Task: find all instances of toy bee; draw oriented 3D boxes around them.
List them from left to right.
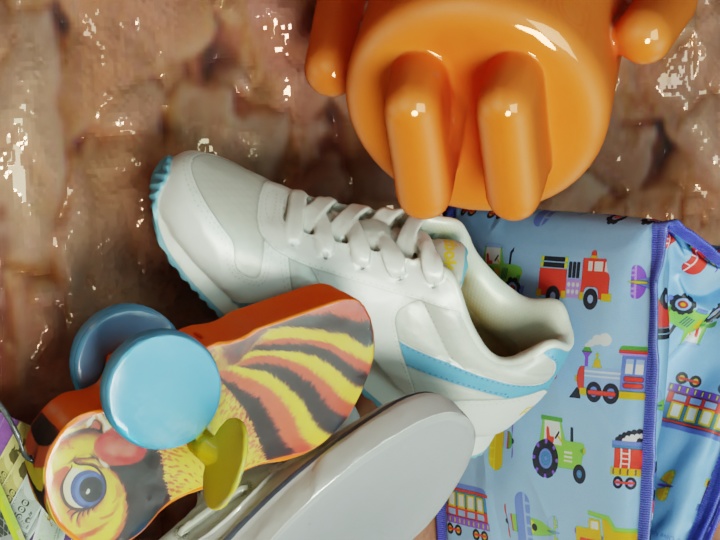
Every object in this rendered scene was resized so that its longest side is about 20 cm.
[{"bbox_3d":[-0.092,0.069,0.880,0.200,0.131,0.109,-3,104,0],"label":"toy bee"}]

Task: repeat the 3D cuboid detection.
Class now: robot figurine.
[{"bbox_3d":[0.061,-0.105,0.958,0.117,0.144,0.200,40,38,-21],"label":"robot figurine"}]

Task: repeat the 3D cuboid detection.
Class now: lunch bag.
[{"bbox_3d":[0.100,0.078,1.012,0.094,0.151,0.200,14,86,-36],"label":"lunch bag"}]

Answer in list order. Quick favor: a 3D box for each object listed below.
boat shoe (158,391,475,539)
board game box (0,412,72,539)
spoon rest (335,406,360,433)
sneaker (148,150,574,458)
[{"bbox_3d":[-0.042,0.112,0.922,0.200,0.066,0.072,-44,140,9],"label":"boat shoe"},{"bbox_3d":[-0.179,0.152,0.890,0.120,0.032,0.200,30,75,-39],"label":"board game box"},{"bbox_3d":[-0.016,0.124,0.984,0.099,0.061,0.200,-25,108,-40],"label":"spoon rest"},{"bbox_3d":[0.000,0.000,0.949,0.200,0.081,0.077,31,35,-20],"label":"sneaker"}]
